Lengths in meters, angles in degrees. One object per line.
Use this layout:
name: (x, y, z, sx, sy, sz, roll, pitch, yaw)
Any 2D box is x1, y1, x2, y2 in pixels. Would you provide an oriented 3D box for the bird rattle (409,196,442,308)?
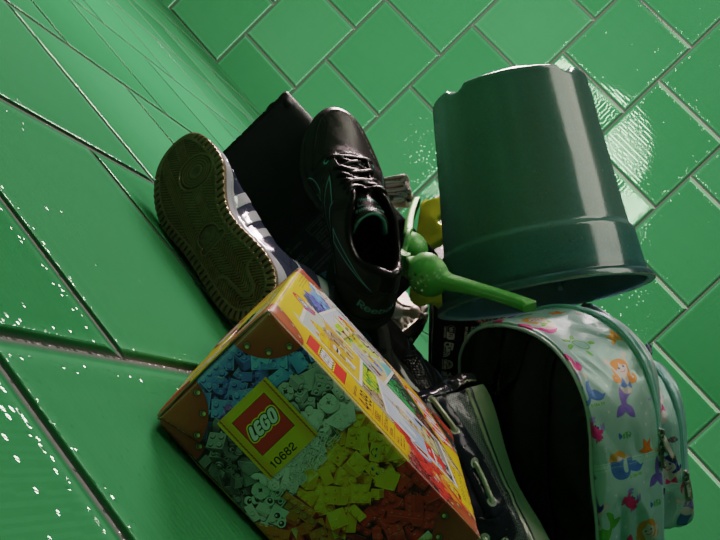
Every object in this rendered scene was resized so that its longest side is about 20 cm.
bird rattle: (0.000, 0.000, 1.095, 0.163, 0.198, 0.114, 21, -56, 64)

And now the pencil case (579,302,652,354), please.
pencil case: (0.191, 0.126, 1.066, 0.083, 0.201, 0.091, 43, 9, 22)

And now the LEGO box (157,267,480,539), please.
LEGO box: (-0.018, 0.086, 0.602, 0.149, 0.077, 0.200, 47, 4, -4)

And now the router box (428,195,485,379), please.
router box: (0.109, 0.034, 1.234, 0.201, 0.061, 0.151, -84, 176, -51)

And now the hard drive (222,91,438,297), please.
hard drive: (-0.047, -0.037, 0.970, 0.200, 0.140, 0.033, 47, -4, -6)

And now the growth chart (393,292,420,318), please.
growth chart: (-0.021, 0.003, 1.181, 0.143, 0.018, 0.200, 1, 25, -19)

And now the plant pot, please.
plant pot: (0.153, -0.070, 1.004, 0.200, 0.198, 0.199, 29, 51, -75)

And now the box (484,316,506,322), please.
box: (0.151, 0.105, 1.186, 0.021, 0.165, 0.200, 15, -8, 18)

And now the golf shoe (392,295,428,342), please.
golf shoe: (0.025, 0.061, 1.162, 0.077, 0.088, 0.200, 45, 5, 4)

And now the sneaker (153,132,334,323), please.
sneaker: (-0.089, -0.018, 0.862, 0.108, 0.070, 0.201, 36, 18, -51)

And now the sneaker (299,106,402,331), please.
sneaker: (0.001, -0.055, 0.897, 0.079, 0.074, 0.202, 120, -39, -59)

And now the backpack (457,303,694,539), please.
backpack: (0.160, 0.127, 0.849, 0.177, 0.149, 0.203, 6, -70, 61)

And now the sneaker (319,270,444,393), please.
sneaker: (0.022, 0.088, 0.940, 0.201, 0.073, 0.082, 57, 21, 7)

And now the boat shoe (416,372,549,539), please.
boat shoe: (0.071, 0.179, 0.788, 0.092, 0.075, 0.202, -10, 69, -33)

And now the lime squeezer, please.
lime squeezer: (0.061, -0.015, 0.900, 0.200, 0.070, 0.038, 48, -20, 53)

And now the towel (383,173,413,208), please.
towel: (-0.038, -0.064, 1.127, 0.200, 0.188, 0.033, -24, 103, -85)
